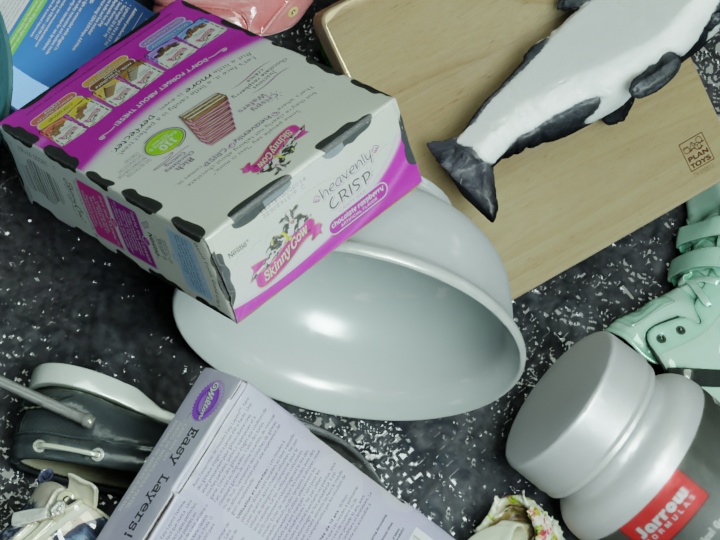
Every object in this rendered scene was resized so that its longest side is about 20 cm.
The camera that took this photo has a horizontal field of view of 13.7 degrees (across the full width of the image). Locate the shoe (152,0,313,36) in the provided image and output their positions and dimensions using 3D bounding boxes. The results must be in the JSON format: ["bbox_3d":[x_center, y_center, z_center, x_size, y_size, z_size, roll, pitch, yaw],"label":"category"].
[{"bbox_3d":[-0.029,-0.190,1.753,0.199,0.072,0.092,-5,108,-7],"label":"shoe"}]

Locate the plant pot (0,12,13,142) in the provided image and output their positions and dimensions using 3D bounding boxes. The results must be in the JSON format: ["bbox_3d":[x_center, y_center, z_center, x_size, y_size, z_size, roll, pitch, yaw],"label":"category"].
[{"bbox_3d":[-0.284,-0.107,1.573,0.199,0.188,0.201,0,91,-6],"label":"plant pot"}]

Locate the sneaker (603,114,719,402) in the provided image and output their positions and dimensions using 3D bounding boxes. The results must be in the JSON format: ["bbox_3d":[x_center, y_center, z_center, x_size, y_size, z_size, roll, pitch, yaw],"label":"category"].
[{"bbox_3d":[0.201,0.002,1.814,0.118,0.074,0.202,-3,76,-28],"label":"sneaker"}]

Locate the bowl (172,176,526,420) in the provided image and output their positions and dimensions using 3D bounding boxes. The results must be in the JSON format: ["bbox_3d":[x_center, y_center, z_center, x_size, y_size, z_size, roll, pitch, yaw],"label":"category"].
[{"bbox_3d":[0.000,0.000,1.678,0.200,0.201,0.091,18,61,-14],"label":"bowl"}]

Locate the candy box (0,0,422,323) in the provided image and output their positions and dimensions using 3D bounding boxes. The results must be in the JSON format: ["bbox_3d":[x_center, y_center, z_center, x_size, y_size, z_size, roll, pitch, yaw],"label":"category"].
[{"bbox_3d":[-0.082,-0.063,1.607,0.136,0.200,0.061,-37,129,-22],"label":"candy box"}]

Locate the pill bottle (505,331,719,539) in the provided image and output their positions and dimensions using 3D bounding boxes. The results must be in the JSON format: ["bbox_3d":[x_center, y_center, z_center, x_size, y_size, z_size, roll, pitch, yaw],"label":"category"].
[{"bbox_3d":[0.188,0.133,1.732,0.200,0.114,0.114,38,64,-14],"label":"pill bottle"}]

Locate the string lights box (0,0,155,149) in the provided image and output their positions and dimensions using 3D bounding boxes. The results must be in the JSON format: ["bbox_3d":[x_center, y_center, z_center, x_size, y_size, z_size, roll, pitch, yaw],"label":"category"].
[{"bbox_3d":[-0.160,-0.108,1.727,0.199,0.059,0.103,33,65,-7],"label":"string lights box"}]

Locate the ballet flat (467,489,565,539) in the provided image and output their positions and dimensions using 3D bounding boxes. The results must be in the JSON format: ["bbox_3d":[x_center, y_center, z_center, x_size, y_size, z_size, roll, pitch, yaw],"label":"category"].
[{"bbox_3d":[0.055,0.201,1.685,0.200,0.075,0.064,-56,138,-41],"label":"ballet flat"}]

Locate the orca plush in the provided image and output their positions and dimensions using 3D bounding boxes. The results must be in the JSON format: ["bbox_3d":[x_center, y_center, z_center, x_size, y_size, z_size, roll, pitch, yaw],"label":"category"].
[{"bbox_3d":[0.139,-0.098,1.720,0.200,0.105,0.071,-48,136,-14],"label":"orca plush"}]

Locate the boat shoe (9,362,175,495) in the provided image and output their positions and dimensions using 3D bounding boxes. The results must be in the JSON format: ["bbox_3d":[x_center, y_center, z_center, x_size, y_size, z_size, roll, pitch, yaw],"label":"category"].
[{"bbox_3d":[-0.098,0.114,1.672,0.199,0.076,0.061,18,66,-1],"label":"boat shoe"}]

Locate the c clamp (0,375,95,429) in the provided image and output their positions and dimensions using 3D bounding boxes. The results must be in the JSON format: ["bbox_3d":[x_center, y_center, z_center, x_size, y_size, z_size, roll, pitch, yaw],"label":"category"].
[{"bbox_3d":[-0.266,0.117,1.604,0.170,0.027,0.200,28,67,12],"label":"c clamp"}]

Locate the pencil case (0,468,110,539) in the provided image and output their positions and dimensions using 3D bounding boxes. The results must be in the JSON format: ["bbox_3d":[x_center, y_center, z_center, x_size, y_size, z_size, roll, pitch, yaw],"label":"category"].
[{"bbox_3d":[-0.208,0.195,1.592,0.078,0.090,0.200,24,55,39],"label":"pencil case"}]

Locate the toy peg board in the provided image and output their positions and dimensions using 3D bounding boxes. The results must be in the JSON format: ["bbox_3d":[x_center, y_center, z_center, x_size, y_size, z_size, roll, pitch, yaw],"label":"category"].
[{"bbox_3d":[0.088,-0.104,1.797,0.199,0.098,0.200,-29,100,-15],"label":"toy peg board"}]

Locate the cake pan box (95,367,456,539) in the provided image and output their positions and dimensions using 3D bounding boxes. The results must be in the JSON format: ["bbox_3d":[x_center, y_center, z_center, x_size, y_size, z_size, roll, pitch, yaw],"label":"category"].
[{"bbox_3d":[-0.059,0.176,1.612,0.184,0.052,0.201,38,78,-34],"label":"cake pan box"}]
